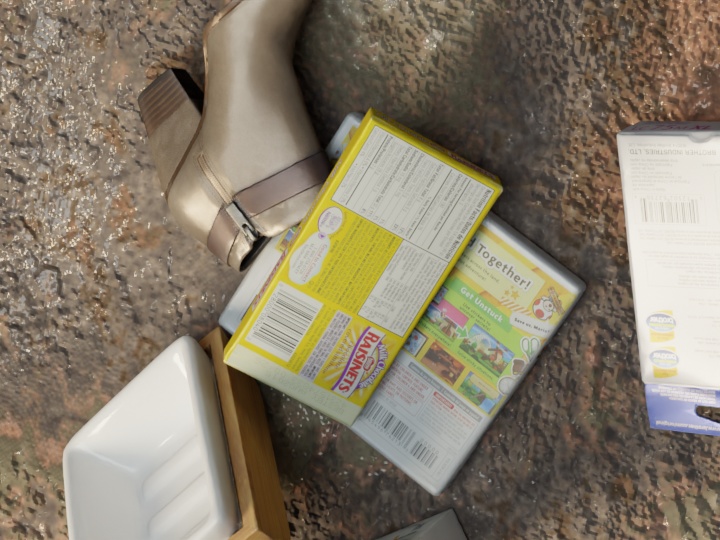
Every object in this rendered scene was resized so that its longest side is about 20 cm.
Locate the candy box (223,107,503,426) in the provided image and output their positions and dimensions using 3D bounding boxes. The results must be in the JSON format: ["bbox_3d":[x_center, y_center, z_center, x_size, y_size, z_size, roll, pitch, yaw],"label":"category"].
[{"bbox_3d":[0.000,0.000,1.469,0.102,0.026,0.201,27,109,-15],"label":"candy box"}]

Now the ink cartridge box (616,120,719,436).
[{"bbox_3d":[0.230,0.006,1.398,0.119,0.042,0.201,3,106,36],"label":"ink cartridge box"}]

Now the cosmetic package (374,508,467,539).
[{"bbox_3d":[-0.022,0.229,1.465,0.150,0.200,0.052,-27,90,22],"label":"cosmetic package"}]

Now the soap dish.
[{"bbox_3d":[-0.124,0.157,1.508,0.081,0.201,0.157,34,115,-33],"label":"soap dish"}]

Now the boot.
[{"bbox_3d":[-0.059,-0.102,1.488,0.200,0.070,0.147,-41,78,28],"label":"boot"}]

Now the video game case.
[{"bbox_3d":[0.025,0.023,1.509,0.200,0.023,0.182,38,110,12],"label":"video game case"}]
